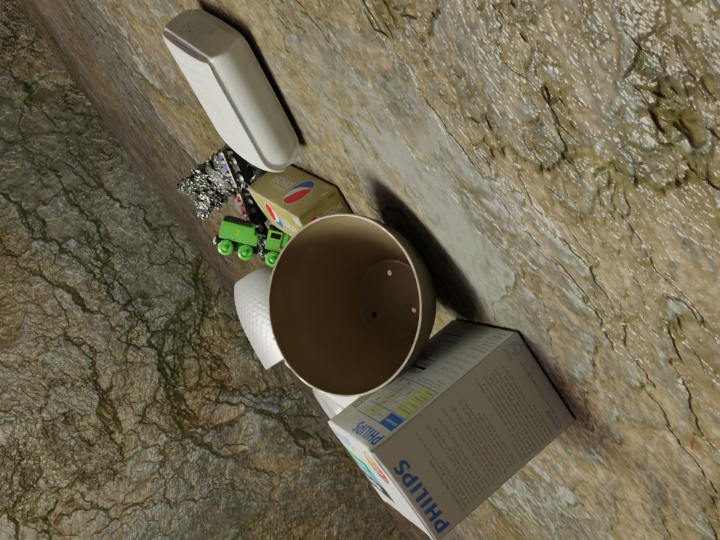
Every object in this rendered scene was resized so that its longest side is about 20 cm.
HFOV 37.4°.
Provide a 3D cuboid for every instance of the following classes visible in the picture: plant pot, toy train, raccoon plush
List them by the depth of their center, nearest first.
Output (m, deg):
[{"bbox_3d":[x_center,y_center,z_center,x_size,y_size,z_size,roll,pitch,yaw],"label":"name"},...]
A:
[{"bbox_3d":[0.010,0.038,1.234,0.201,0.201,0.134,48,-158,19],"label":"plant pot"},{"bbox_3d":[-0.113,-0.034,1.535,0.196,0.057,0.042,13,-166,-9],"label":"toy train"},{"bbox_3d":[-0.161,-0.097,1.551,0.045,0.034,0.202,9,128,42],"label":"toy train"},{"bbox_3d":[-0.209,-0.153,1.594,0.097,0.133,0.200,52,169,6],"label":"raccoon plush"}]

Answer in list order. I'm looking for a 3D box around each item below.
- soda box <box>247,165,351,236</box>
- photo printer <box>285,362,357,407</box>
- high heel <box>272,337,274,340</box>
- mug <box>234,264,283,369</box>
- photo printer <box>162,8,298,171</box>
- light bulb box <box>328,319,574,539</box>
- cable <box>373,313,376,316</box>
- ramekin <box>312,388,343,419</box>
[{"bbox_3d":[-0.082,-0.089,1.448,0.064,0.067,0.200,58,167,-28],"label":"soda box"},{"bbox_3d":[0.001,0.140,1.560,0.199,0.070,0.167,36,142,0],"label":"photo printer"},{"bbox_3d":[-0.042,0.139,1.663,0.200,0.096,0.067,46,163,6],"label":"high heel"},{"bbox_3d":[-0.153,0.072,2.077,0.199,0.147,0.177,-34,86,48],"label":"mug"},{"bbox_3d":[-0.160,-0.222,1.358,0.166,0.069,0.201,39,162,50],"label":"photo printer"},{"bbox_3d":[0.093,0.167,1.176,0.126,0.199,0.198,54,169,-10],"label":"light bulb box"},{"bbox_3d":[-0.007,0.058,1.655,0.201,0.051,0.163,49,161,3],"label":"cable"},{"bbox_3d":[0.003,0.233,1.774,0.203,0.094,0.203,50,168,14],"label":"ramekin"}]
